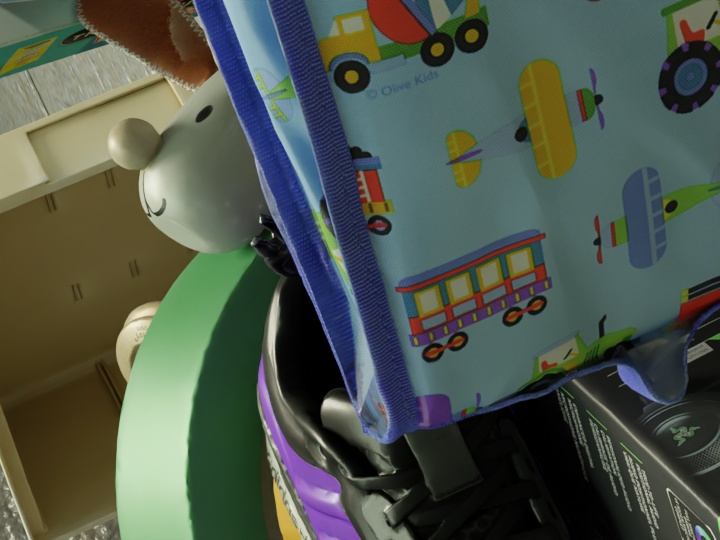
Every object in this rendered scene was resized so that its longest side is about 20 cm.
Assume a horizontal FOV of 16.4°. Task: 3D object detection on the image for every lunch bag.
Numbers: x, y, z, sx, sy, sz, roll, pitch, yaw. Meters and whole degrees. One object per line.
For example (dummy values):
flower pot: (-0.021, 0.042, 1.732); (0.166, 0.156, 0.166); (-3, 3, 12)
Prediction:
lunch bag: (0.049, -0.056, 0.574); (0.094, 0.150, 0.200); (40, 152, 63)

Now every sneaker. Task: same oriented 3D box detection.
sneaker: (0.023, 0.072, 0.675); (0.200, 0.069, 0.100); (55, 162, 34)

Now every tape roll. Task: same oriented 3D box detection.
tape roll: (0.018, 0.067, 0.818); (0.048, 0.200, 0.201); (-9, 107, 56)

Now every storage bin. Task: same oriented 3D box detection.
storage bin: (-0.096, 0.008, 1.183); (0.199, 0.200, 0.094); (82, 161, -53)

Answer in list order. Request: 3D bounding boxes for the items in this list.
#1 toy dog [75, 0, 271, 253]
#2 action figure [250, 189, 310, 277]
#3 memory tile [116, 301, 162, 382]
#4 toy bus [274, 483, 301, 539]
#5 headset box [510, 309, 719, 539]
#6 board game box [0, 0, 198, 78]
toy dog: (-0.043, -0.117, 0.777); (0.132, 0.096, 0.200); (-43, 32, 50)
action figure: (-0.020, -0.104, 0.662); (0.102, 0.119, 0.200); (66, 180, -67)
memory tile: (0.004, 0.067, 0.989); (0.200, 0.017, 0.153); (-12, 116, 36)
toy bus: (0.000, 0.000, 0.881); (0.065, 0.078, 0.201); (-11, 81, 58)
headset box: (0.119, 0.083, 0.683); (0.200, 0.093, 0.174); (45, 157, 56)
board game box: (-0.096, -0.157, 0.870); (0.047, 0.200, 0.151); (-31, 84, 53)
